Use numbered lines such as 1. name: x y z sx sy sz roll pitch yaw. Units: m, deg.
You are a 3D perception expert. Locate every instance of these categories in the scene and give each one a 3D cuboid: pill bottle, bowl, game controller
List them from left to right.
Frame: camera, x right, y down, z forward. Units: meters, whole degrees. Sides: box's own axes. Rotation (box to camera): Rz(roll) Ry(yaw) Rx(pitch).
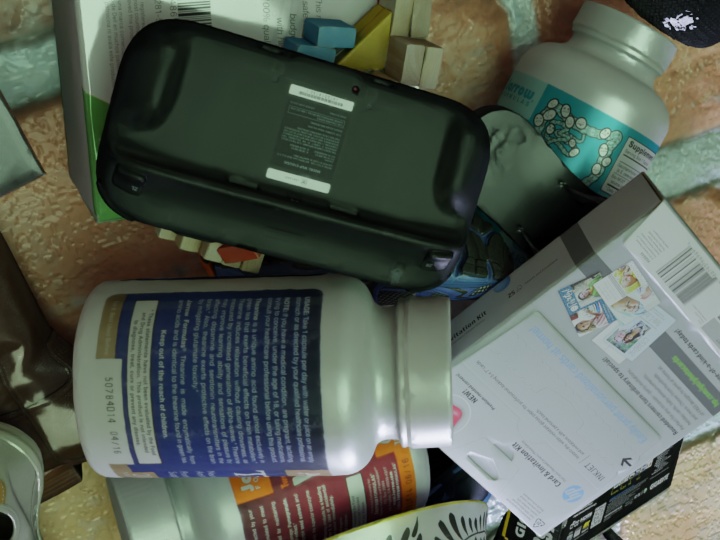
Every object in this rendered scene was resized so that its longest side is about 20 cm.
1. pill bottle: -0.062 0.141 0.774 0.199 0.110 0.110 -16 116 -18
2. pill bottle: -0.049 0.058 0.643 0.198 0.111 0.112 -1 113 4
3. game controller: -0.031 -0.056 0.594 0.199 0.042 0.105 14 92 -15
4. bowl: 0.012 0.240 0.793 0.199 0.095 0.201 -19 158 -8
5. pill bottle: 0.132 -0.074 0.775 0.110 0.111 0.201 23 99 -29

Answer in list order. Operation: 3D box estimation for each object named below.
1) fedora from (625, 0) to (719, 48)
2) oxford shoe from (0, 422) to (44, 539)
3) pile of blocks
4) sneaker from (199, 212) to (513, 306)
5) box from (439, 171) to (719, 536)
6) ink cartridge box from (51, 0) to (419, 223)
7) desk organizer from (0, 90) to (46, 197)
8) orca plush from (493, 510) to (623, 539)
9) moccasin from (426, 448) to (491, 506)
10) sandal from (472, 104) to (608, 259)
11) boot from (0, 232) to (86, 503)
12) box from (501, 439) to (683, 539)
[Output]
1. fedora: 0.202 -0.211 0.734 0.200 0.201 0.092 31 121 -31
2. oxford shoe: -0.229 0.179 0.717 0.075 0.058 0.201 13 129 4
3. pile of blocks: -0.031 -0.080 0.628 0.200 0.062 0.082 -49 123 1
4. sneaker: 0.000 0.000 0.741 0.199 0.076 0.079 1 135 16
5. box: 0.140 0.059 0.711 0.200 0.041 0.156 -40 117 15
6. ink cartridge box: -0.071 -0.121 0.679 0.199 0.084 0.147 -9 115 -22
7. desk organizer: -0.247 -0.129 0.602 0.071 0.077 0.201 -28 119 -11
8. orca plush: 0.169 0.258 0.949 0.071 0.106 0.200 -35 129 29
9. moccasin: 0.087 0.107 0.844 0.068 0.080 0.201 18 101 -32
10. sandal: 0.132 -0.022 0.707 0.200 0.043 0.076 32 96 -24
11. boot: -0.188 0.026 0.705 0.186 0.064 0.201 -33 115 -12
12. box: 0.191 0.111 0.863 0.199 0.049 0.161 -13 117 -50
